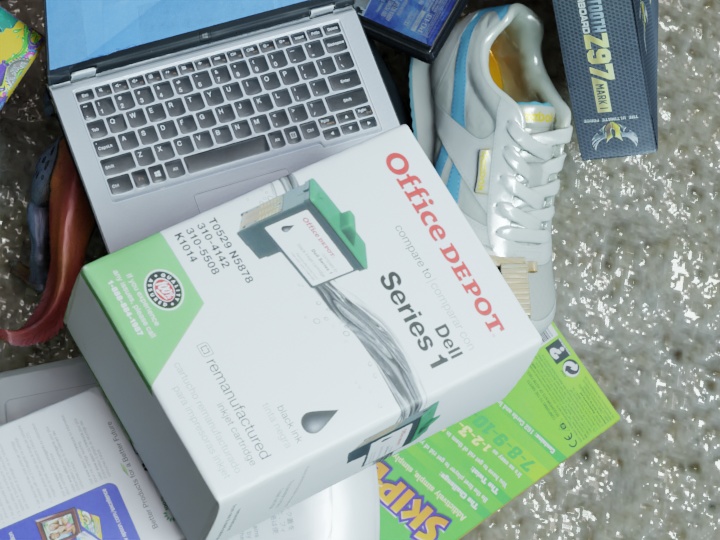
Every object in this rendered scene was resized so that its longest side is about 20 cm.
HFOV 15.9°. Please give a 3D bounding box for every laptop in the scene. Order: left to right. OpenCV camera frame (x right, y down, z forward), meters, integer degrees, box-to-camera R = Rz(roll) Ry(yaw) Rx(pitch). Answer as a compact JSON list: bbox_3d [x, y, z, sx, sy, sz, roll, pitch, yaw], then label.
[{"bbox_3d":[-0.063,-0.115,1.374,0.187,0.116,0.200,-17,79,-21],"label":"laptop"}]

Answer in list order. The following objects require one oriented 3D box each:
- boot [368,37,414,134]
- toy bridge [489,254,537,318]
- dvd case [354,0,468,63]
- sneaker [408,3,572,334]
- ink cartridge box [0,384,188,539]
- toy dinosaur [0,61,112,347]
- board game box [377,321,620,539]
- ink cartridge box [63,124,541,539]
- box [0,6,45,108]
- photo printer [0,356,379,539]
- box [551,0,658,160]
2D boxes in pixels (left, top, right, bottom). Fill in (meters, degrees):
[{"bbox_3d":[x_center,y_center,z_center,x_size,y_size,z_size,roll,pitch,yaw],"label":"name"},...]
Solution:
[{"bbox_3d":[-0.030,-0.039,1.502,0.200,0.076,0.168,-37,92,-33],"label":"boot"},{"bbox_3d":[0.000,0.000,1.436,0.200,0.027,0.067,-1,72,-6],"label":"toy bridge"},{"bbox_3d":[-0.012,-0.220,1.535,0.200,0.018,0.143,25,75,17],"label":"dvd case"},{"bbox_3d":[0.081,-0.057,1.488,0.076,0.081,0.200,3,71,-39],"label":"sneaker"},{"bbox_3d":[-0.185,0.133,1.325,0.200,0.037,0.095,-22,75,-14],"label":"ink cartridge box"},{"bbox_3d":[-0.131,-0.073,1.434,0.105,0.200,0.182,11,114,-7],"label":"toy dinosaur"},{"bbox_3d":[0.053,0.103,1.518,0.200,0.030,0.096,-33,86,-29],"label":"board game box"},{"bbox_3d":[-0.029,0.032,1.328,0.200,0.084,0.146,-26,74,-23],"label":"ink cartridge box"},{"bbox_3d":[-0.313,-0.091,1.389,0.200,0.122,0.193,35,65,-8],"label":"box"},{"bbox_3d":[-0.091,0.118,1.393,0.200,0.069,0.167,-12,77,6],"label":"photo printer"},{"bbox_3d":[0.145,-0.186,1.533,0.051,0.158,0.200,-5,37,11],"label":"box"}]
